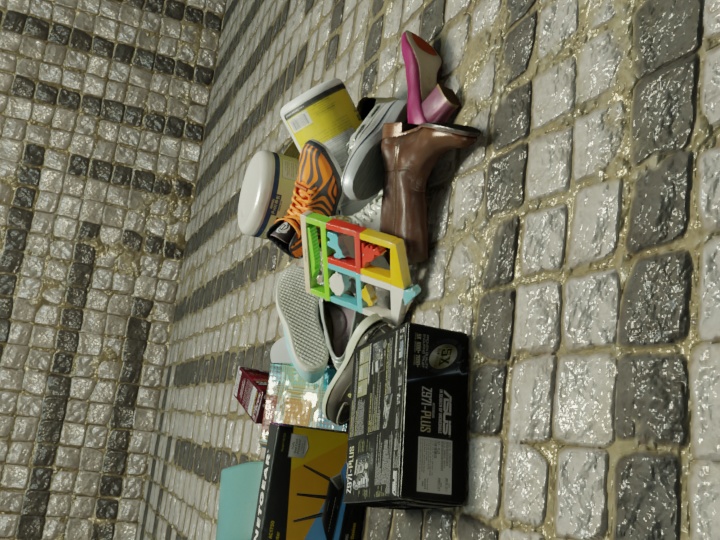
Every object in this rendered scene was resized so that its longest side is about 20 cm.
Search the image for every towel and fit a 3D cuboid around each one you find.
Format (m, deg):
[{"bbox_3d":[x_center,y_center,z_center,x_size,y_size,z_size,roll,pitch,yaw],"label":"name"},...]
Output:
[{"bbox_3d":[-0.086,0.223,1.257,0.199,0.022,0.148,-3,75,41],"label":"towel"}]

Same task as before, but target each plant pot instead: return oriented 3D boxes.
[{"bbox_3d":[-0.125,0.376,1.244,0.200,0.140,0.143,-37,46,49],"label":"plant pot"}]

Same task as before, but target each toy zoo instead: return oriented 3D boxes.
[{"bbox_3d":[0.000,0.000,1.103,0.199,0.020,0.132,18,125,32],"label":"toy zoo"}]

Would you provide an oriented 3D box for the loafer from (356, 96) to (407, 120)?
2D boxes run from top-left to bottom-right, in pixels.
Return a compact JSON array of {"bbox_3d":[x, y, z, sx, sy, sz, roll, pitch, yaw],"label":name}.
[{"bbox_3d":[0.019,-0.252,1.284,0.200,0.068,0.076,177,105,-67],"label":"loafer"}]

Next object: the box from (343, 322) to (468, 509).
[{"bbox_3d":[0.053,0.183,0.948,0.164,0.085,0.202,144,134,-60],"label":"box"}]

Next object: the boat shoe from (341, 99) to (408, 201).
[{"bbox_3d":[0.015,-0.174,1.133,0.066,0.074,0.200,9,46,32],"label":"boat shoe"}]

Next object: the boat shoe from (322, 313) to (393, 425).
[{"bbox_3d":[0.001,0.157,1.118,0.060,0.071,0.202,38,127,24],"label":"boat shoe"}]

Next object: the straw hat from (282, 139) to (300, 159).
[{"bbox_3d":[-0.062,-0.199,1.432,0.085,0.201,0.201,47,138,10],"label":"straw hat"}]

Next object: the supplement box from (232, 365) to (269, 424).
[{"bbox_3d":[-0.161,0.233,1.438,0.200,0.108,0.062,-161,84,-68],"label":"supplement box"}]

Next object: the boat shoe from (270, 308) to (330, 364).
[{"bbox_3d":[-0.068,0.117,1.317,0.200,0.065,0.072,-37,66,34],"label":"boat shoe"}]

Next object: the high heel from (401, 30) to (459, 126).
[{"bbox_3d":[0.077,-0.266,1.139,0.096,0.067,0.201,-49,38,33],"label":"high heel"}]

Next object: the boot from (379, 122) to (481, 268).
[{"bbox_3d":[0.087,-0.094,1.042,0.186,0.064,0.202,15,104,57],"label":"boot"}]

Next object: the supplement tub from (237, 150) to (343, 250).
[{"bbox_3d":[-0.095,-0.112,1.322,0.145,0.198,0.147,-168,90,-69],"label":"supplement tub"}]

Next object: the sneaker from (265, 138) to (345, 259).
[{"bbox_3d":[-0.084,-0.092,1.162,0.077,0.112,0.201,32,143,30],"label":"sneaker"}]

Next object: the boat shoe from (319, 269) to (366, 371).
[{"bbox_3d":[-0.029,0.062,1.210,0.065,0.074,0.204,56,-155,-55],"label":"boat shoe"}]

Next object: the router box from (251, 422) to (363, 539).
[{"bbox_3d":[-0.069,0.325,1.102,0.051,0.148,0.202,170,110,-68],"label":"router box"}]

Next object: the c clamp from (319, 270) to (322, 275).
[{"bbox_3d":[-0.088,0.047,1.379,0.171,0.027,0.202,-111,18,-58],"label":"c clamp"}]

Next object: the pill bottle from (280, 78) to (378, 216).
[{"bbox_3d":[-0.034,-0.187,1.222,0.201,0.112,0.112,62,160,-9],"label":"pill bottle"}]

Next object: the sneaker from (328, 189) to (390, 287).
[{"bbox_3d":[0.012,-0.075,1.151,0.074,0.115,0.202,-120,47,-62],"label":"sneaker"}]

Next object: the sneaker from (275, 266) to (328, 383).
[{"bbox_3d":[-0.098,0.090,1.256,0.082,0.073,0.201,103,160,-53],"label":"sneaker"}]
